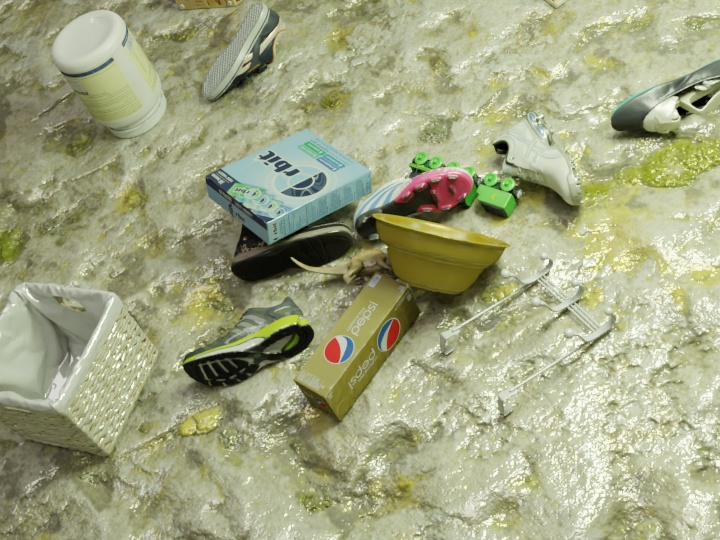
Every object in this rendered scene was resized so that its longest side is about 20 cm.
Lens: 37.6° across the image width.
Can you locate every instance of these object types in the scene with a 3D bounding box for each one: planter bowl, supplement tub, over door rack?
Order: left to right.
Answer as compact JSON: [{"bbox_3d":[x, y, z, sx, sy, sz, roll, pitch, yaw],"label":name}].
[{"bbox_3d":[-0.453,-0.355,1.931,0.143,0.201,0.146,-12,51,15],"label":"supplement tub"},{"bbox_3d":[0.104,-0.018,1.480,0.199,0.199,0.085,18,99,33],"label":"planter bowl"},{"bbox_3d":[0.217,0.074,1.401,0.199,0.067,0.148,-37,48,-7],"label":"over door rack"}]

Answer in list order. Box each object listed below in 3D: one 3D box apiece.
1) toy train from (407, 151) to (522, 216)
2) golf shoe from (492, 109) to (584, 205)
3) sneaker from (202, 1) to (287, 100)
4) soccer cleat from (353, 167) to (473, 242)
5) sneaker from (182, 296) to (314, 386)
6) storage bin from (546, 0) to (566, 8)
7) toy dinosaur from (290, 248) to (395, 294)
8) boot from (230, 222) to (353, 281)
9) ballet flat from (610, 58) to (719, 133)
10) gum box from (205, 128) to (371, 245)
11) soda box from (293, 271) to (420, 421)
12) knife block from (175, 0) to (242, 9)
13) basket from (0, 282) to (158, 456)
[{"bbox_3d":[0.153,-0.130,1.604,0.198,0.042,0.057,21,75,34],"label":"toy train"},{"bbox_3d":[0.260,-0.148,1.548,0.096,0.079,0.201,-25,39,2],"label":"golf shoe"},{"bbox_3d":[-0.208,-0.386,1.939,0.201,0.079,0.079,-52,41,13],"label":"sneaker"},{"bbox_3d":[0.074,-0.117,1.593,0.198,0.070,0.087,-24,35,19],"label":"soccer cleat"},{"bbox_3d":[-0.167,0.104,1.552,0.198,0.074,0.081,-20,42,-2],"label":"sneaker"},{"bbox_3d":[0.349,-0.585,1.830,0.198,0.094,0.200,-35,48,-6],"label":"storage bin"},{"bbox_3d":[0.000,0.000,1.572,0.197,0.059,0.102,-14,35,3],"label":"toy dinosaur"},{"bbox_3d":[-0.109,-0.074,1.656,0.198,0.073,0.152,-18,49,17],"label":"boot"},{"bbox_3d":[0.463,-0.244,1.536,0.198,0.073,0.073,-25,49,1],"label":"ballet flat"},{"bbox_3d":[-0.110,-0.133,1.634,0.199,0.045,0.169,-29,46,-29],"label":"gum box"},{"bbox_3d":[-0.003,0.104,1.472,0.064,0.068,0.201,25,67,35],"label":"soda box"},{"bbox_3d":[-0.313,-0.618,2.162,0.198,0.064,0.177,3,57,25],"label":"knife block"},{"bbox_3d":[-0.439,0.144,1.571,0.196,0.161,0.202,5,57,26],"label":"basket"}]
